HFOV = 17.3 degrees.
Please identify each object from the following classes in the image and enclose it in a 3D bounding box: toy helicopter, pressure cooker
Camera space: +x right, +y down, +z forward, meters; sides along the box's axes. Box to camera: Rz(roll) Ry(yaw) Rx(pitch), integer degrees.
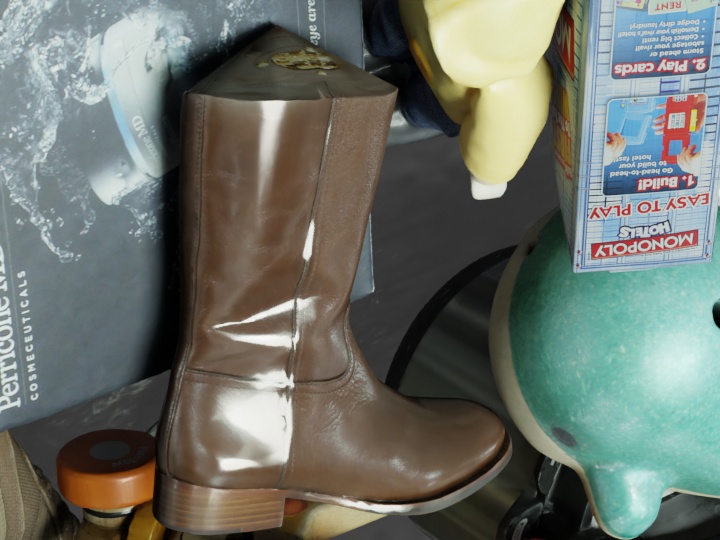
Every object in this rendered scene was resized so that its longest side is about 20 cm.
[{"bbox_3d":[-0.027,0.109,1.028,0.200,0.132,0.079,-16,116,-32],"label":"toy helicopter"},{"bbox_3d":[0.126,0.093,1.164,0.176,0.200,0.179,-55,133,-6],"label":"pressure cooker"}]

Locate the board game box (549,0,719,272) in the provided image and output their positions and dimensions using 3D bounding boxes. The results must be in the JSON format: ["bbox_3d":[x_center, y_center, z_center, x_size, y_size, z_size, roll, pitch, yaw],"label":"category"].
[{"bbox_3d":[0.105,-0.112,0.956,0.062,0.200,0.200,-4,115,-5],"label":"board game box"}]

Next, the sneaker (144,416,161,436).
[{"bbox_3d":[-0.058,0.151,1.117,0.078,0.090,0.200,-16,117,-31],"label":"sneaker"}]

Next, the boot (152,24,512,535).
[{"bbox_3d":[0.000,0.000,0.964,0.186,0.064,0.200,-9,112,-40],"label":"boot"}]

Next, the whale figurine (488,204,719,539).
[{"bbox_3d":[0.153,0.048,1.023,0.200,0.104,0.159,40,65,-16],"label":"whale figurine"}]

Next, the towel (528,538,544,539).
[{"bbox_3d":[0.135,0.170,1.088,0.200,0.023,0.145,10,143,-21],"label":"towel"}]

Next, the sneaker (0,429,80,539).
[{"bbox_3d":[-0.160,0.118,1.048,0.076,0.070,0.200,-37,136,-43],"label":"sneaker"}]

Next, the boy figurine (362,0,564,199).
[{"bbox_3d":[0.038,-0.089,0.958,0.064,0.200,0.124,-17,93,-11],"label":"boy figurine"}]

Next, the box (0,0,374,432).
[{"bbox_3d":[-0.107,-0.065,0.961,0.200,0.117,0.197,-20,122,-30],"label":"box"}]
